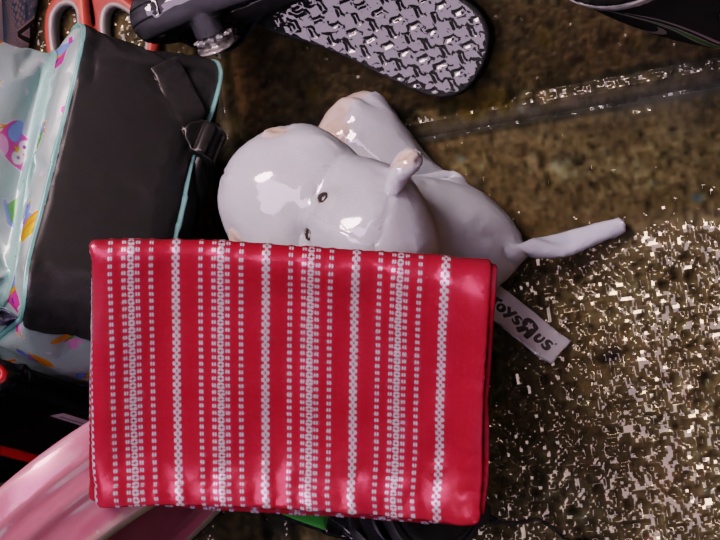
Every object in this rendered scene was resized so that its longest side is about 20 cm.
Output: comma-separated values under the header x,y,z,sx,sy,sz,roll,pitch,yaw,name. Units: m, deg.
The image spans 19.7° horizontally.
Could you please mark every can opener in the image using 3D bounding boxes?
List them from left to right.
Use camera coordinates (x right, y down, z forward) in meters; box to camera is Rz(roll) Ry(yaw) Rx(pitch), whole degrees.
x,y,z,sx,sy,sz,roll,pitch,yaw,name
-0.032,-0.165,1.098,0.199,0.063,0.079,-14,95,16,can opener

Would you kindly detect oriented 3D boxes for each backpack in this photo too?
x,y,z,sx,sy,sz,roll,pitch,yaw,name
-0.166,-0.026,1.127,0.153,0.200,0.177,10,72,-11,backpack

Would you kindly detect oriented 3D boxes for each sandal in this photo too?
x,y,z,sx,sy,sz,roll,pitch,yaw,name
-0.018,-0.157,1.154,0.200,0.048,0.076,32,103,6,sandal

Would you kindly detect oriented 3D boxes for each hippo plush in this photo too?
x,y,z,sx,sy,sz,roll,pitch,yaw,name
0.000,0.000,1.085,0.199,0.161,0.160,30,103,19,hippo plush

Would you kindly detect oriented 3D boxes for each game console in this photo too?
x,y,z,sx,sy,sz,roll,pitch,yaw,name
-0.218,0.085,1.164,0.176,0.200,0.031,-13,72,22,game console

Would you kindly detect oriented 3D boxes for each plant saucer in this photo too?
x,y,z,sx,sy,sz,roll,pitch,yaw,name
-0.138,0.135,1.128,0.200,0.200,0.051,-44,74,19,plant saucer

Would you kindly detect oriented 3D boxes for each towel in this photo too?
x,y,z,sx,sy,sz,roll,pitch,yaw,name
-0.034,0.057,1.010,0.199,0.023,0.145,3,110,-1,towel

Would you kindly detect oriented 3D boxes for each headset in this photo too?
x,y,z,sx,sy,sz,roll,pitch,yaw,name
0.028,0.141,1.103,0.199,0.124,0.094,13,71,-1,headset

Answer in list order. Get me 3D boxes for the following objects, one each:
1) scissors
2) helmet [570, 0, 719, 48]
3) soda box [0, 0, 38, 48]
x,y,z,sx,sy,sz,roll,pitch,yaw,name
-0.171,-0.199,1.229,0.073,0.014,0.201,-18,86,23,scissors
0.189,-0.196,0.981,0.200,0.190,0.201,15,108,57,helmet
-0.245,-0.117,1.233,0.063,0.068,0.201,19,101,25,soda box
